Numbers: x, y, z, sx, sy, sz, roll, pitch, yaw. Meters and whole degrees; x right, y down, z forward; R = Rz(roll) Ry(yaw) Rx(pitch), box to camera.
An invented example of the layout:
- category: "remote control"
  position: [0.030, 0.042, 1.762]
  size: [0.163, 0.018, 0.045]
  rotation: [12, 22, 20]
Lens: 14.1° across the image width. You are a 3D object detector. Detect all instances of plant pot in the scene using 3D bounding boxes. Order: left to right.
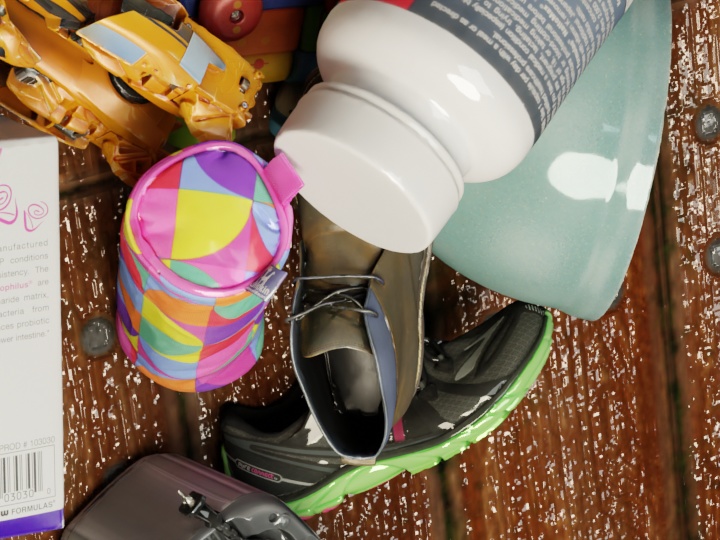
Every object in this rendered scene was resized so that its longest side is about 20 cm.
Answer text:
- category: "plant pot"
  position: [0.075, -0.082, 1.562]
  size: [0.134, 0.200, 0.200]
  rotation: [9, 98, -7]

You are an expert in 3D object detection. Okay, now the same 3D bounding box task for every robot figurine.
- category: "robot figurine"
  position: [-0.153, -0.117, 1.408]
  size: [0.200, 0.145, 0.058]
  rotation: [32, 58, -26]

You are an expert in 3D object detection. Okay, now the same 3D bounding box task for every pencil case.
- category: "pencil case"
  position: [-0.078, 0.001, 1.463]
  size: [0.088, 0.200, 0.088]
  rotation: [2, 74, -8]

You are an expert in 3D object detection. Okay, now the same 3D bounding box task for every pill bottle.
- category: "pill bottle"
  position: [0.049, -0.113, 1.415]
  size: [0.120, 0.120, 0.200]
  rotation: [49, 65, -32]

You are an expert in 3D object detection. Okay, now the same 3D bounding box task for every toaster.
- category: "toaster"
  position: [-0.077, 0.179, 1.550]
  size: [0.114, 0.129, 0.200]
  rotation: [-45, 122, -16]

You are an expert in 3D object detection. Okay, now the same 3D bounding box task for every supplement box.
- category: "supplement box"
  position: [-0.212, 0.027, 1.441]
  size: [0.101, 0.103, 0.200]
  rotation: [-7, 107, -30]

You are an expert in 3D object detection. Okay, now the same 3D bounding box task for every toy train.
- category: "toy train"
  position: [-0.086, -0.113, 1.510]
  size: [0.200, 0.085, 0.116]
  rotation: [-8, 124, -24]

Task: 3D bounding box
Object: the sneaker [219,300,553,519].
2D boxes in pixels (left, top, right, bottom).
- category: "sneaker"
  position: [0.013, 0.066, 1.584]
  size: [0.200, 0.077, 0.084]
  rotation: [-27, 105, 2]

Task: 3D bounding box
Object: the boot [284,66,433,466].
- category: "boot"
  position: [0.000, 0.000, 1.474]
  size: [0.075, 0.097, 0.200]
  rotation: [-5, 115, 7]
